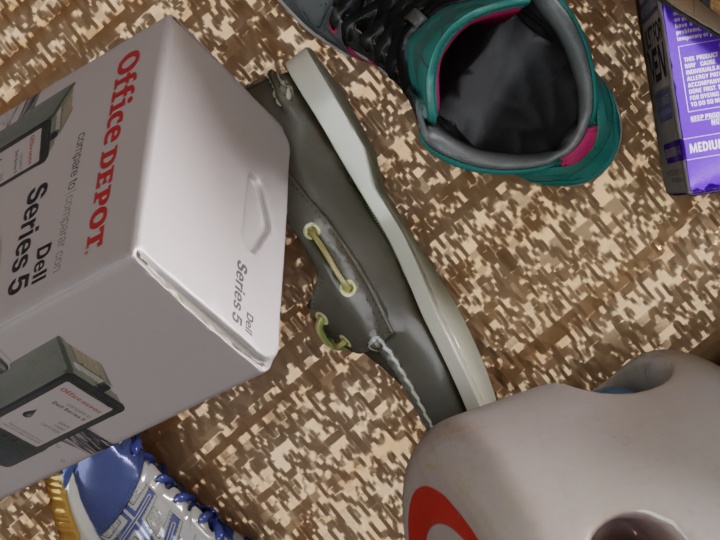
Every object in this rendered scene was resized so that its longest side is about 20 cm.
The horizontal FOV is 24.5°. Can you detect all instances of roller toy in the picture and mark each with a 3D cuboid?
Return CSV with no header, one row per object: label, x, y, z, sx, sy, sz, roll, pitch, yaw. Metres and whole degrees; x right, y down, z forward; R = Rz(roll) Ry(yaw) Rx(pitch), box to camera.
roller toy,0.111,0.133,0.665,0.139,0.200,0.183,-17,132,-15

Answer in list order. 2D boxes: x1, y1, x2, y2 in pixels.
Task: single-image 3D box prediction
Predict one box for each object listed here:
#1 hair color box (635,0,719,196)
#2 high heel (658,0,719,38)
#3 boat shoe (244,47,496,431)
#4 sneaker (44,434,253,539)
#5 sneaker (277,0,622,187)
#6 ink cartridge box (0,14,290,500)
hair color box,0.149,-0.135,0.713,0.064,0.109,0.202,-8,91,6
high heel,0.068,-0.121,0.643,0.199,0.071,0.144,-20,79,18
boat shoe,0.000,0.000,0.753,0.060,0.072,0.203,-28,84,6
sneaker,-0.092,0.123,0.773,0.087,0.075,0.202,-16,100,-2
sneaker,0.029,-0.104,0.719,0.199,0.121,0.084,34,96,3
ink cartridge box,-0.134,0.005,0.694,0.199,0.146,0.084,-27,130,25
